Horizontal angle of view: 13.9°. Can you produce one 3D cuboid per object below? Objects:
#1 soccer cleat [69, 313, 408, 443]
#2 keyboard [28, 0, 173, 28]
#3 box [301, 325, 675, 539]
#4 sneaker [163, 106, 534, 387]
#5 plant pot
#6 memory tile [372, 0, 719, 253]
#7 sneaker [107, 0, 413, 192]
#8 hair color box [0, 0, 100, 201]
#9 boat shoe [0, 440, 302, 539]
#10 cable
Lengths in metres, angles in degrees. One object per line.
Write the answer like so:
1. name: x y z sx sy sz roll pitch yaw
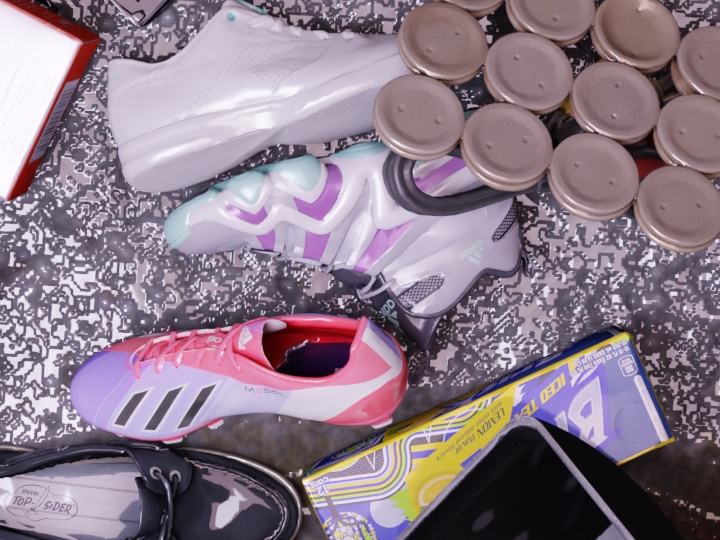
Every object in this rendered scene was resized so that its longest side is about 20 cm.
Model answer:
1. soccer cleat: -0.071 0.051 1.603 0.199 0.077 0.067 -1 57 20
2. keyboard: -0.184 -0.212 1.643 0.200 0.021 0.127 44 90 -2
3. box: 0.070 0.102 1.640 0.199 0.064 0.070 -25 93 -1
4. sneaker: 0.000 0.000 1.627 0.199 0.078 0.141 -15 92 0
5. plant pot: 0.115 0.215 1.560 0.200 0.177 0.200 -46 69 16
6. memory tile: 0.113 -0.096 1.591 0.199 0.017 0.154 19 58 -2
7. sneaker: -0.045 -0.114 1.630 0.199 0.075 0.089 -16 73 -4
8. hair color box: -0.255 -0.128 1.613 0.199 0.061 0.102 28 98 1
9. boat shoe: -0.131 0.131 1.635 0.198 0.066 0.075 11 92 -2
10. cable: 0.103 -0.059 1.618 0.199 0.050 0.098 -21 105 -19
